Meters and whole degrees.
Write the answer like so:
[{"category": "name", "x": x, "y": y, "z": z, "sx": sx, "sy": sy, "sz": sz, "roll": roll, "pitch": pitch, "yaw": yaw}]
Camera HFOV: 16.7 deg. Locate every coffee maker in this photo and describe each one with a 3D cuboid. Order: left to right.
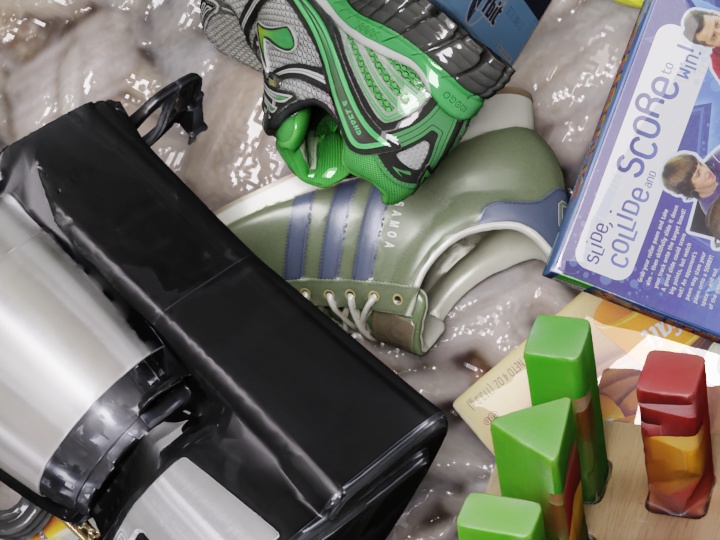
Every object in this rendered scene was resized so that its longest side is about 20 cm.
[{"category": "coffee maker", "x": -0.065, "y": 0.035, "z": 0.968, "sx": 0.200, "sy": 0.135, "sz": 0.192, "roll": 42, "pitch": 73, "yaw": 12}]

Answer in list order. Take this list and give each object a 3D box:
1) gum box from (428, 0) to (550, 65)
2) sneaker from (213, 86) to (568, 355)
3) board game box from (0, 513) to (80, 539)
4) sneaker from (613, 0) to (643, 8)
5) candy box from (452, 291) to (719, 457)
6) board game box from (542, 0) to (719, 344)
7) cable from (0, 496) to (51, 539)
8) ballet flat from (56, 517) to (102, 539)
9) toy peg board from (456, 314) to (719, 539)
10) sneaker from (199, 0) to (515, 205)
[{"category": "gum box", "x": -0.025, "y": -0.166, "z": 1.054, "sx": 0.200, "sy": 0.170, "sz": 0.045, "roll": 32, "pitch": 91, "yaw": 15}, {"category": "sneaker", "x": 0.000, "y": 0.000, "z": 1.075, "sx": 0.200, "sy": 0.067, "sz": 0.090, "roll": -25, "pitch": 71, "yaw": 6}, {"category": "board game box", "x": -0.133, "y": 0.180, "z": 1.098, "sx": 0.126, "sy": 0.035, "sz": 0.200, "roll": 44, "pitch": 93, "yaw": 15}, {"category": "sneaker", "x": 0.178, "y": -0.133, "z": 1.044, "sx": 0.200, "sy": 0.085, "sz": 0.075, "roll": 9, "pitch": 85, "yaw": 15}, {"category": "candy box", "x": 0.153, "y": 0.038, "z": 1.039, "sx": 0.200, "sy": 0.055, "sz": 0.115, "roll": -40, "pitch": 77, "yaw": 4}, {"category": "board game box", "x": 0.171, "y": -0.068, "z": 0.987, "sx": 0.135, "sy": 0.034, "sz": 0.200, "roll": 22, "pitch": 86, "yaw": 0}, {"category": "cable", "x": -0.200, "y": 0.041, "z": 1.128, "sx": 0.200, "sy": 0.050, "sz": 0.097, "roll": 37, "pitch": 77, "yaw": 17}, {"category": "ballet flat", "x": -0.063, "y": 0.133, "z": 1.030, "sx": 0.200, "sy": 0.063, "sz": 0.069, "roll": 33, "pitch": 87, "yaw": 20}, {"category": "toy peg board", "x": 0.122, "y": 0.112, "z": 0.895, "sx": 0.199, "sy": 0.098, "sz": 0.200, "roll": 6, "pitch": 45, "yaw": 19}, {"category": "sneaker", "x": -0.022, "y": -0.087, "z": 1.047, "sx": 0.085, "sy": 0.078, "sz": 0.200, "roll": -54, "pitch": 32, "yaw": -3}]
